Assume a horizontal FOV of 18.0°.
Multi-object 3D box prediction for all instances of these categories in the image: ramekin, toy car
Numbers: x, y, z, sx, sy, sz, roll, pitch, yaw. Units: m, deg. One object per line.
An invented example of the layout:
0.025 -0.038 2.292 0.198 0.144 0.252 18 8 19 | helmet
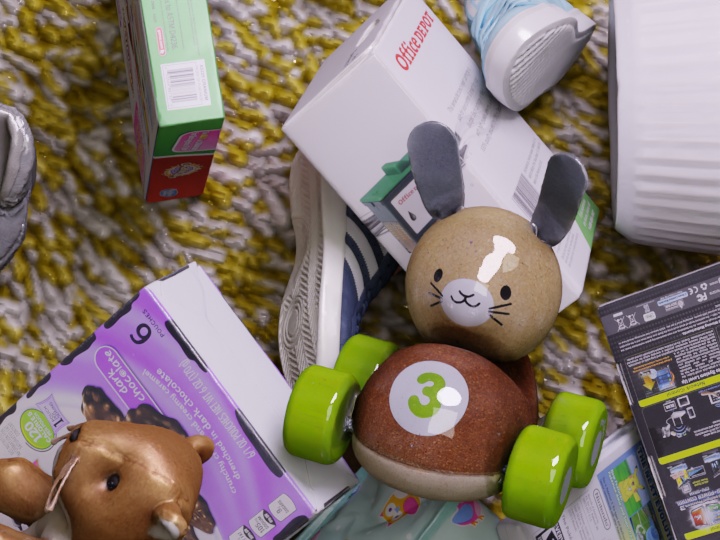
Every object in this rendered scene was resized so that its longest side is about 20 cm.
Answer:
0.208 -0.105 1.467 0.093 0.202 0.204 -2 79 4 | ramekin
0.065 0.022 1.313 0.163 0.158 0.201 15 105 15 | toy car

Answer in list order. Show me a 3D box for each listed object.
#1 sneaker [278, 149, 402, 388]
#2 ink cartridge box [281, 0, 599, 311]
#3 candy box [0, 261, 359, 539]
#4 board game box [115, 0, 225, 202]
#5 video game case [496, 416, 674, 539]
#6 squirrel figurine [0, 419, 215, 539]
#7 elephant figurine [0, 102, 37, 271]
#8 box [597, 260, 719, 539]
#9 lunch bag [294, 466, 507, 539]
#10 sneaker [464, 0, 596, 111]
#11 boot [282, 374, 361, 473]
0.000 0.000 1.461 0.084 0.075 0.201 16 60 -21 | sneaker
0.054 -0.063 1.432 0.084 0.146 0.200 -38 101 22 | ink cartridge box
-0.130 0.125 1.386 0.200 0.071 0.168 -40 85 26 | candy box
-0.122 -0.140 1.425 0.040 0.200 0.154 -8 81 -9 | board game box
0.174 0.206 1.411 0.182 0.022 0.201 -31 106 -42 | video game case
-0.137 0.178 1.300 0.200 0.142 0.187 41 112 -8 | squirrel figurine
-0.259 -0.061 1.444 0.200 0.155 0.142 39 34 -9 | elephant figurine
0.259 0.064 1.362 0.199 0.044 0.161 -21 86 25 | box
0.024 0.232 1.390 0.200 0.122 0.170 -50 123 -6 | lunch bag
0.094 -0.155 1.468 0.082 0.200 0.074 35 100 8 | sneaker
-0.035 0.103 1.449 0.198 0.074 0.076 2 92 -5 | boot
